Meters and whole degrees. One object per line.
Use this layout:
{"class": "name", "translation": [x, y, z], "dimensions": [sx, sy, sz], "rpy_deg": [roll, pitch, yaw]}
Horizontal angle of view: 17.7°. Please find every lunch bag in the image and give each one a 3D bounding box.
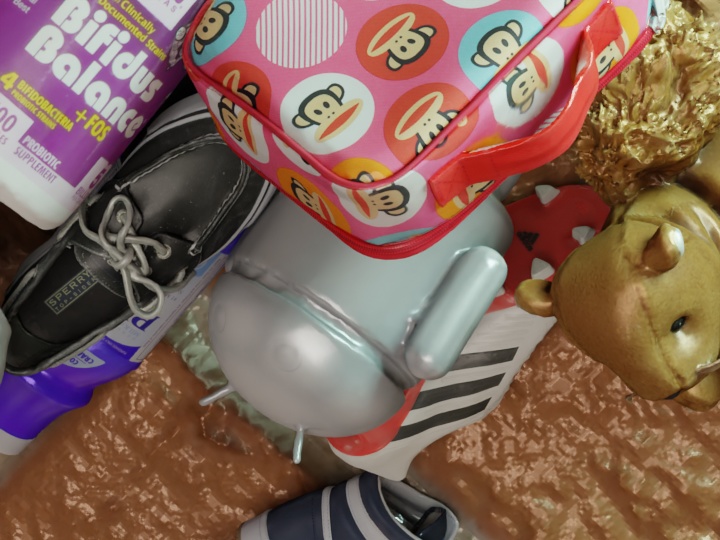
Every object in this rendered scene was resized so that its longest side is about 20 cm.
{"class": "lunch bag", "translation": [0.037, -0.106, 1.058], "dimensions": [0.200, 0.082, 0.176], "rpy_deg": [-42, 55, -13]}

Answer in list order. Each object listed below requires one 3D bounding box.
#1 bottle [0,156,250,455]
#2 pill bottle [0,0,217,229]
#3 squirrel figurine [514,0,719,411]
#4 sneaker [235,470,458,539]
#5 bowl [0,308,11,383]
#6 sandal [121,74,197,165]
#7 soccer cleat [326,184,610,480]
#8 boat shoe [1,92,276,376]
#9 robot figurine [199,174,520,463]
{"class": "bottle", "translation": [-0.143, 0.015, 1.257], "dimensions": [0.083, 0.065, 0.200], "rpy_deg": [41, 107, -6]}
{"class": "pill bottle", "translation": [-0.126, -0.128, 1.099], "dimensions": [0.112, 0.112, 0.200], "rpy_deg": [39, 89, -4]}
{"class": "squirrel figurine", "translation": [0.147, -0.028, 1.128], "dimensions": [0.141, 0.186, 0.201], "rpy_deg": [-16, 93, 40]}
{"class": "sneaker", "translation": [0.026, 0.203, 1.284], "dimensions": [0.108, 0.070, 0.201], "rpy_deg": [-30, 96, 17]}
{"class": "bowl", "translation": [-0.245, -0.013, 1.156], "dimensions": [0.074, 0.200, 0.201], "rpy_deg": [-29, 108, -15]}
{"class": "sandal", "translation": [-0.041, -0.103, 1.186], "dimensions": [0.200, 0.048, 0.075], "rpy_deg": [-37, 89, -5]}
{"class": "soccer cleat", "translation": [0.064, 0.033, 1.237], "dimensions": [0.200, 0.085, 0.069], "rpy_deg": [-44, 52, -1]}
{"class": "boat shoe", "translation": [-0.115, -0.014, 1.152], "dimensions": [0.199, 0.068, 0.074], "rpy_deg": [-33, 107, 28]}
{"class": "robot figurine", "translation": [0.000, 0.000, 1.164], "dimensions": [0.200, 0.169, 0.113], "rpy_deg": [-55, 130, -9]}
